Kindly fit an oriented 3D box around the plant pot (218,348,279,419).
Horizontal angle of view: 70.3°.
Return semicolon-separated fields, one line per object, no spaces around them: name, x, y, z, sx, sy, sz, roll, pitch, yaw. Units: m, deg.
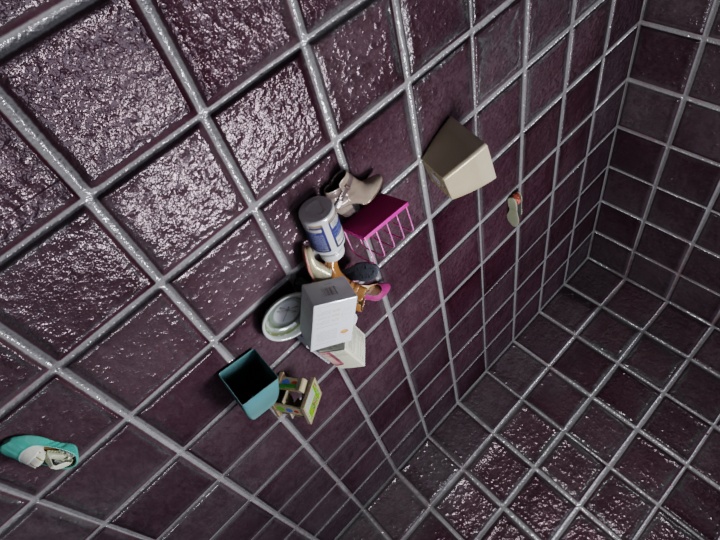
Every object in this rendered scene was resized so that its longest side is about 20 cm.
plant pot;-0.356;0.396;1.688;0.141;0.141;0.202;-34;149;-26

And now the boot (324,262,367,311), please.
boot;-0.052;0.042;1.707;0.077;0.153;0.203;-41;144;-60

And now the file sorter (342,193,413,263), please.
file sorter;0.061;-0.137;1.696;0.199;0.138;0.126;-40;129;-20

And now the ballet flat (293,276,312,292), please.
ballet flat;-0.168;0.089;1.711;0.067;0.056;0.201;-52;148;-17

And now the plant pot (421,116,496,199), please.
plant pot;0.336;-0.377;1.811;0.177;0.200;0.200;-41;146;2

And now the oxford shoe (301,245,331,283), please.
oxford shoe;-0.133;-0.007;1.632;0.073;0.071;0.202;-22;130;-4

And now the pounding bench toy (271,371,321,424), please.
pounding bench toy;-0.247;0.433;1.822;0.202;0.153;0.125;78;25;-48

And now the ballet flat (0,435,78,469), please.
ballet flat;-0.787;0.458;1.274;0.068;0.070;0.200;-50;146;-3

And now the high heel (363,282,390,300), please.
high heel;0.038;0.068;1.940;0.197;0.068;0.097;-16;143;-25

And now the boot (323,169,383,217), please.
boot;-0.023;-0.259;1.576;0.201;0.070;0.146;-49;144;-8

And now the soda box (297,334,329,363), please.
soda box;-0.154;0.271;1.886;0.068;0.063;0.200;-48;146;-7

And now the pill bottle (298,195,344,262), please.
pill bottle;-0.109;-0.119;1.554;0.111;0.111;0.201;-41;144;-17

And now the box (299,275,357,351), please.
box;-0.106;0.139;1.640;0.150;0.107;0.202;-12;133;-24

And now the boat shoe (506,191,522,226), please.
boat shoe;0.757;-0.297;2.494;0.063;0.071;0.201;-43;141;-19

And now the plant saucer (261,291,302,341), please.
plant saucer;-0.237;0.140;1.666;0.198;0.050;0.202;-23;137;-23

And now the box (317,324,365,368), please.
box;-0.066;0.262;1.844;0.200;0.107;0.130;52;34;-56

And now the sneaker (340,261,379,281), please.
sneaker;0.000;0.000;1.750;0.082;0.198;0.071;-30;105;-46

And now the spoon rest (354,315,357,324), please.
spoon rest;-0.070;0.190;1.918;0.100;0.060;0.200;-53;145;-1
